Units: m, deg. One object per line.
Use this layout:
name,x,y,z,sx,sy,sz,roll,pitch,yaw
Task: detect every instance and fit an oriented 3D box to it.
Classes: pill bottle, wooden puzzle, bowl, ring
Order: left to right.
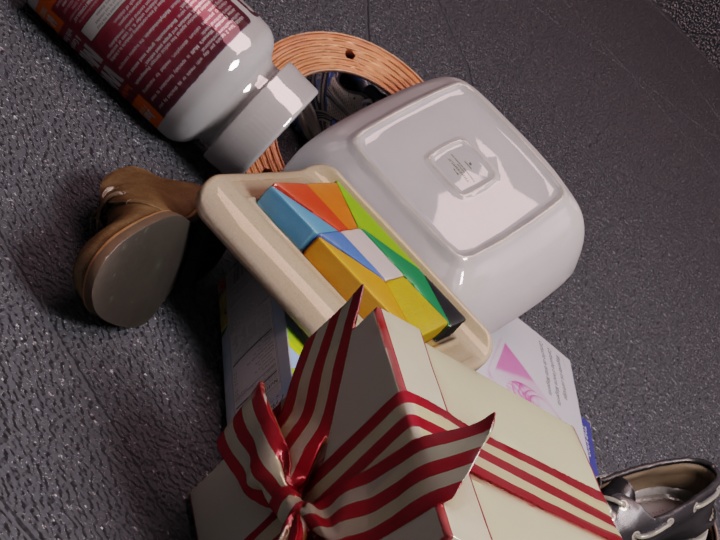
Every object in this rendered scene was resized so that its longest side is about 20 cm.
pill bottle,-0.132,-0.163,1.249,0.200,0.110,0.110,44,22,-5
ring,-0.010,-0.094,1.361,0.198,0.019,0.202,12,62,-23
wooden puzzle,0.000,0.000,1.123,0.185,0.037,0.200,47,20,9
bowl,0.062,-0.056,1.305,0.199,0.075,0.200,-29,70,-36

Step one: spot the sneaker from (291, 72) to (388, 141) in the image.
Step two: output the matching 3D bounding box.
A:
sneaker,0.003,-0.105,1.424,0.077,0.085,0.201,20,34,-47

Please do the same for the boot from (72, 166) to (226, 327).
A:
boot,-0.140,-0.020,1.065,0.075,0.074,0.200,28,16,7

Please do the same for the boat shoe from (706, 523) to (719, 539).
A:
boat shoe,0.225,0.232,1.268,0.072,0.059,0.200,51,22,-4

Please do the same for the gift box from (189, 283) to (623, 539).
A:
gift box,0.028,0.135,0.911,0.186,0.200,0.185,28,22,-34

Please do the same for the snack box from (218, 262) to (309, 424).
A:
snack box,-0.005,0.087,1.099,0.168,0.068,0.201,34,23,-25

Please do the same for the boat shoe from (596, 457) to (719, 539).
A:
boat shoe,0.178,0.171,1.221,0.198,0.061,0.074,-3,31,-36

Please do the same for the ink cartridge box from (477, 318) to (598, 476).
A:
ink cartridge box,0.128,0.106,1.344,0.199,0.043,0.197,37,23,-19
